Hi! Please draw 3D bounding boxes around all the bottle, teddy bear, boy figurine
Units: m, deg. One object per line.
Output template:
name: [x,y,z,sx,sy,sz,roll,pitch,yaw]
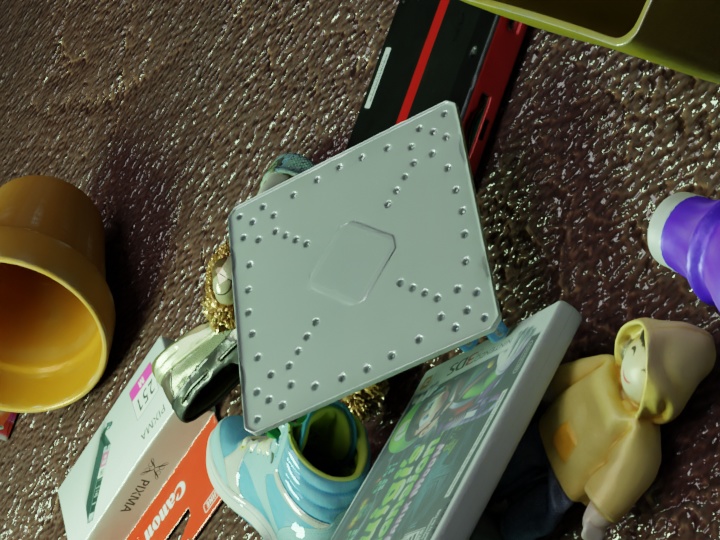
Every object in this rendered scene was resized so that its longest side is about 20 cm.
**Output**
bottle: [0.238,0.003,0.894,0.200,0.065,0.084,29,95,57]
teddy bear: [-0.047,0.034,1.228,0.200,0.066,0.146,47,123,22]
boy figurine: [0.138,0.104,0.985,0.200,0.064,0.125,-46,36,36]

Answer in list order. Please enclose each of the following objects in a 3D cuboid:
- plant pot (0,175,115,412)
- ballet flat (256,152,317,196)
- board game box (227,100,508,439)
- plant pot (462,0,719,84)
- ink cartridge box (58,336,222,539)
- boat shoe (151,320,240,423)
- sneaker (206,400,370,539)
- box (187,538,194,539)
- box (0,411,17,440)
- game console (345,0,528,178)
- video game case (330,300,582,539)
plant pot: [-0.335,0.008,1.631,0.200,0.199,0.184,-44,24,32]
ballet flat: [-0.049,-0.053,1.325,0.199,0.074,0.075,17,86,60]
board game box: [0.000,0.000,1.134,0.198,0.026,0.202,-25,50,21]
plant pot: [0.203,-0.208,0.963,0.200,0.175,0.202,32,99,57]
ink cartridge box: [-0.194,0.190,1.438,0.201,0.043,0.174,-54,34,21]
boat shoe: [-0.088,0.058,1.340,0.200,0.072,0.067,-35,70,24]
sneaker: [-0.050,0.131,1.195,0.200,0.079,0.132,41,131,47]
box: [-0.059,0.285,1.124,0.200,0.112,0.102,32,99,56]
box: [-0.451,0.108,1.805,0.199,0.099,0.096,22,90,57]
game console: [0.058,-0.146,1.280,0.176,0.031,0.202,15,84,62]
video game case: [0.048,0.123,1.038,0.201,0.023,0.182,-58,12,-30]
